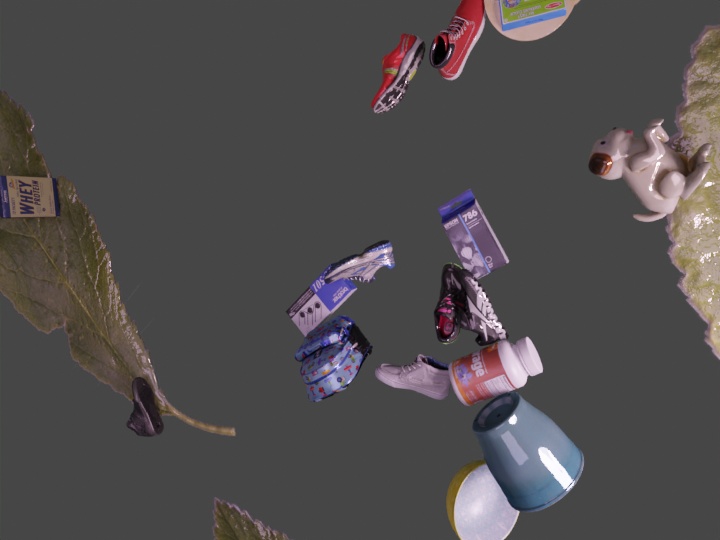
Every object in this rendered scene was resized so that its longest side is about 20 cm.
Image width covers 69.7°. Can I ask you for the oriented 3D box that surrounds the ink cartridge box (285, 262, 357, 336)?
[{"bbox_3d":[-0.109,0.081,1.420,0.200,0.044,0.094,-45,80,21],"label":"ink cartridge box"}]

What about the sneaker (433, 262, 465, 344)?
[{"bbox_3d":[0.220,0.083,1.255,0.075,0.084,0.204,4,98,22],"label":"sneaker"}]

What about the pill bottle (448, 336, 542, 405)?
[{"bbox_3d":[0.317,0.233,1.216,0.198,0.112,0.114,-28,85,23],"label":"pill bottle"}]

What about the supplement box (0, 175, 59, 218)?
[{"bbox_3d":[-1.187,-0.246,1.767,0.196,0.199,0.137,0,97,24],"label":"supplement box"}]

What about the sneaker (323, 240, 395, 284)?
[{"bbox_3d":[0.000,0.000,1.331,0.197,0.077,0.086,-24,100,7],"label":"sneaker"}]

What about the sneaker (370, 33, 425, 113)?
[{"bbox_3d":[0.080,-0.479,1.262,0.084,0.077,0.202,36,99,21],"label":"sneaker"}]

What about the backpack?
[{"bbox_3d":[-0.081,0.232,1.330,0.181,0.200,0.136,-28,104,24],"label":"backpack"}]

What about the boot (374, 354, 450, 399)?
[{"bbox_3d":[0.136,0.250,1.313,0.197,0.074,0.097,13,116,13],"label":"boot"}]

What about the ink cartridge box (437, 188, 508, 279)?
[{"bbox_3d":[0.265,-0.085,1.241,0.099,0.039,0.202,-31,83,24],"label":"ink cartridge box"}]

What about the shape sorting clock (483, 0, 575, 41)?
[{"bbox_3d":[0.370,-0.609,1.130,0.196,0.039,0.204,2,96,16],"label":"shape sorting clock"}]

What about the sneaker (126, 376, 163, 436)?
[{"bbox_3d":[-0.740,0.461,1.724,0.113,0.076,0.203,-17,95,18],"label":"sneaker"}]

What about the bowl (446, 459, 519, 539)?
[{"bbox_3d":[0.279,0.552,1.260,0.107,0.197,0.204,0,99,65],"label":"bowl"}]

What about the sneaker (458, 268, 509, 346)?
[{"bbox_3d":[0.267,0.095,1.217,0.090,0.067,0.202,-29,102,6],"label":"sneaker"}]

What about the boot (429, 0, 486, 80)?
[{"bbox_3d":[0.216,-0.540,1.150,0.072,0.144,0.203,26,104,20],"label":"boot"}]

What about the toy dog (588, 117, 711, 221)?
[{"bbox_3d":[0.570,-0.216,1.055,0.198,0.140,0.195,31,144,16],"label":"toy dog"}]

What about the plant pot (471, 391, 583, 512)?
[{"bbox_3d":[0.353,0.387,1.151,0.199,0.200,0.189,-38,93,22],"label":"plant pot"}]
